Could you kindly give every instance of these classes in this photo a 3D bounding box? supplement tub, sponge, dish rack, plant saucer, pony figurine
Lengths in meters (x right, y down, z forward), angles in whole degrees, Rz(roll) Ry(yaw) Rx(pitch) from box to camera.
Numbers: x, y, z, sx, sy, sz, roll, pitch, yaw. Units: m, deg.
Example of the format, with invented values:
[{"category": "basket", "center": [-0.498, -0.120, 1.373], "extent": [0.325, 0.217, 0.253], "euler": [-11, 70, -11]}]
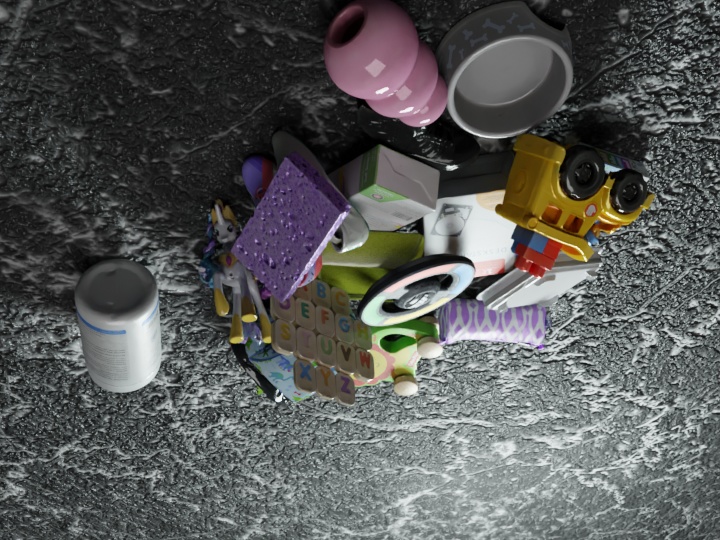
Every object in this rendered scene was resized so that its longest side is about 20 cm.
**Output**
[{"category": "supplement tub", "center": [-0.390, 0.091, 1.567], "extent": [0.129, 0.134, 0.202], "euler": [0, 140, -11]}, {"category": "sponge", "center": [-0.100, -0.057, 1.339], "extent": [0.030, 0.112, 0.201], "euler": [-34, 166, -48]}, {"category": "dish rack", "center": [0.308, 0.021, 1.624], "extent": [0.198, 0.044, 0.171], "euler": [-5, 156, -41]}, {"category": "plant saucer", "center": [0.000, 0.000, 1.531], "extent": [0.196, 0.049, 0.200], "euler": [3, 157, 2]}, {"category": "pony figurine", "center": [-0.180, 0.011, 1.487], "extent": [0.163, 0.203, 0.193], "euler": [-16, 155, 7]}]

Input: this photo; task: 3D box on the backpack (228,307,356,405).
[{"category": "backpack", "center": [-0.091, 0.127, 1.584], "extent": [0.198, 0.154, 0.164], "euler": [-35, 125, 3]}]

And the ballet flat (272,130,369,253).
[{"category": "ballet flat", "center": [-0.068, -0.107, 1.352], "extent": [0.201, 0.069, 0.069], "euler": [50, 124, 0]}]

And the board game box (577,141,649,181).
[{"category": "board game box", "center": [0.347, -0.109, 1.546], "extent": [0.132, 0.035, 0.201], "euler": [12, 137, -25]}]

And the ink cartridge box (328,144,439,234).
[{"category": "ink cartridge box", "center": [0.011, -0.106, 1.428], "extent": [0.116, 0.069, 0.199], "euler": [19, 155, -31]}]

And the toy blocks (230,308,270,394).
[{"category": "toy blocks", "center": [-0.154, 0.122, 1.698], "extent": [0.199, 0.101, 0.136], "euler": [-33, 124, 27]}]

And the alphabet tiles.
[{"category": "alphabet tiles", "center": [-0.055, 0.101, 1.464], "extent": [0.198, 0.199, 0.015], "euler": [23, 140, -37]}]

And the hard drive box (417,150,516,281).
[{"category": "hard drive box", "center": [0.168, -0.080, 1.513], "extent": [0.153, 0.078, 0.202], "euler": [-9, 142, 0]}]

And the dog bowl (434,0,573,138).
[{"category": "dog bowl", "center": [0.197, -0.263, 1.308], "extent": [0.196, 0.059, 0.202], "euler": [-6, 140, -5]}]

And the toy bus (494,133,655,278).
[{"category": "toy bus", "center": [0.294, -0.078, 1.379], "extent": [0.197, 0.135, 0.195], "euler": [19, 96, -25]}]

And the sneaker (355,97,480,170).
[{"category": "sneaker", "center": [0.084, -0.201, 1.360], "extent": [0.196, 0.061, 0.105], "euler": [3, 145, -10]}]

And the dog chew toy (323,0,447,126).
[{"category": "dog chew toy", "center": [0.042, -0.255, 1.235], "extent": [0.123, 0.126, 0.199], "euler": [-29, 139, 24]}]

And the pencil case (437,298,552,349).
[{"category": "pencil case", "center": [0.236, 0.095, 1.723], "extent": [0.196, 0.087, 0.084], "euler": [4, 176, -4]}]

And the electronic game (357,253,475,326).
[{"category": "electronic game", "center": [0.087, 0.033, 1.499], "extent": [0.197, 0.042, 0.201], "euler": [-19, 159, -8]}]

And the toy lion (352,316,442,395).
[{"category": "toy lion", "center": [0.035, 0.153, 1.793], "extent": [0.188, 0.070, 0.201], "euler": [13, 136, -15]}]

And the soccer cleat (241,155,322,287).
[{"category": "soccer cleat", "center": [-0.117, -0.071, 1.406], "extent": [0.066, 0.077, 0.202], "euler": [-20, 106, 24]}]
